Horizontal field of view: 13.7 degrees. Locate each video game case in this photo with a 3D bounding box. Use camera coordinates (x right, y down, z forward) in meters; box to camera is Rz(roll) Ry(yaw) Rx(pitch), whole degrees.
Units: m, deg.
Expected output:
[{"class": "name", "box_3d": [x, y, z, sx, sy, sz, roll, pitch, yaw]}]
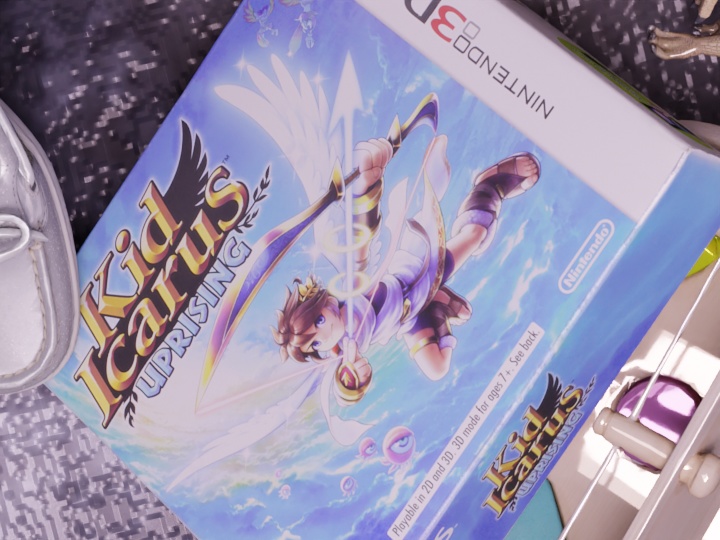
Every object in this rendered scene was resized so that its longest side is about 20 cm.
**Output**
[{"class": "video game case", "box_3d": [0.000, 0.000, 0.969, 0.181, 0.045, 0.200, 41, 102, 36]}]

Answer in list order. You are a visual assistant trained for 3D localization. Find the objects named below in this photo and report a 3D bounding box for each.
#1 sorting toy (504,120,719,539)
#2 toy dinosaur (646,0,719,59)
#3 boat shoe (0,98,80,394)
[{"class": "sorting toy", "box_3d": [0.055, 0.026, 0.994, 0.180, 0.107, 0.200, 31, 96, 17]}, {"class": "toy dinosaur", "box_3d": [0.152, -0.093, 0.929, 0.101, 0.200, 0.058, 9, 71, -11]}, {"class": "boat shoe", "box_3d": [-0.147, -0.045, 0.957, 0.074, 0.065, 0.202, -15, 110, 8]}]
